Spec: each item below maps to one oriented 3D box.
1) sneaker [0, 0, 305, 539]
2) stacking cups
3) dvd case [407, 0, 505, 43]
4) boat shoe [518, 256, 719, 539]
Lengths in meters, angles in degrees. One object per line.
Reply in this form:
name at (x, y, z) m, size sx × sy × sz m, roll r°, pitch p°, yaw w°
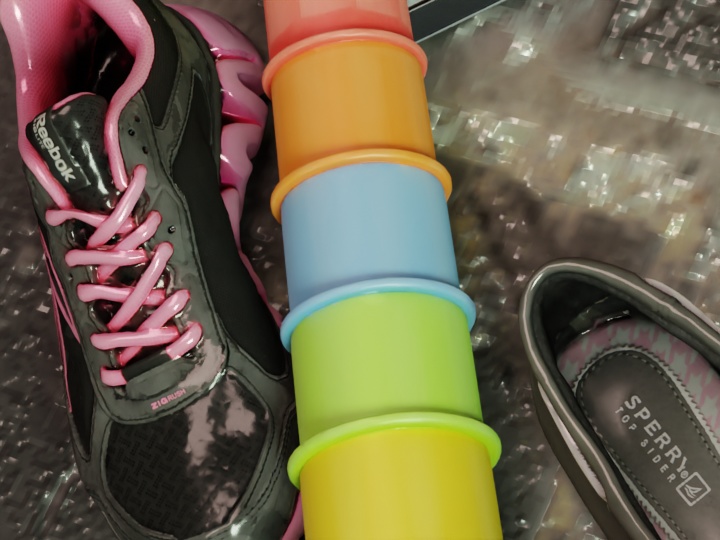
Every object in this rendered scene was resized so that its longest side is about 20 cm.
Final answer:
sneaker at (-0.065, -0.006, 0.833) m, size 0.079 × 0.095 × 0.200 m, roll -22°, pitch 58°, yaw 13°
stacking cups at (0.000, 0.000, 0.811) m, size 0.060 × 0.061 × 0.200 m, roll -19°, pitch 60°, yaw 18°
dvd case at (0.059, -0.159, 0.894) m, size 0.200 × 0.025 × 0.151 m, roll -25°, pitch 55°, yaw 13°
boat shoe at (0.100, 0.071, 0.729) m, size 0.067 × 0.057 × 0.200 m, roll -41°, pitch 53°, yaw 2°
